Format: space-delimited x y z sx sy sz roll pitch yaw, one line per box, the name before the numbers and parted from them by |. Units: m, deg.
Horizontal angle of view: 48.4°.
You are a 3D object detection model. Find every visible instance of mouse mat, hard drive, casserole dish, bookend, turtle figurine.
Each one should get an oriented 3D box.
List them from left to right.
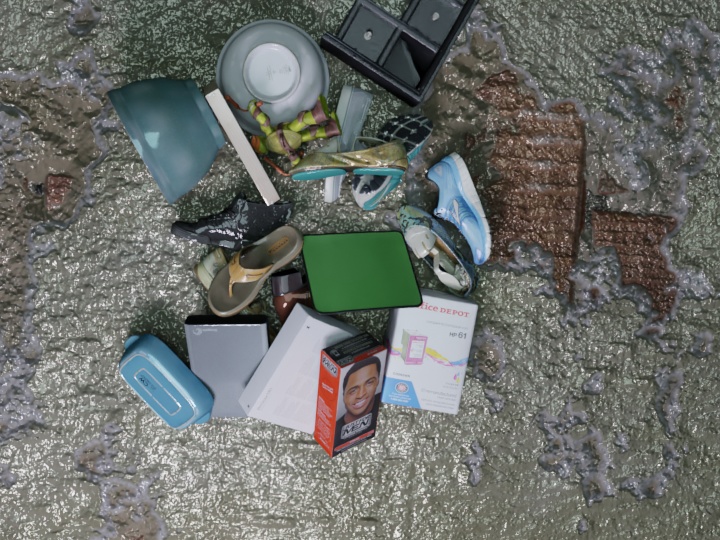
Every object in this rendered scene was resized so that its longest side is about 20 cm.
casserole dish | -0.342 0.199 1.385 0.121 0.039 0.201 -36 99 35
hard drive | -0.221 0.166 1.379 0.137 0.033 0.203 0 121 1
turtle figurine | -0.121 -0.230 1.315 0.159 0.065 0.201 -19 137 18
mouse mat | 0.000 0.000 1.372 0.196 0.008 0.163 -4 57 -17
bookend | 0.065 -0.419 1.358 0.197 0.092 0.202 31 92 -7

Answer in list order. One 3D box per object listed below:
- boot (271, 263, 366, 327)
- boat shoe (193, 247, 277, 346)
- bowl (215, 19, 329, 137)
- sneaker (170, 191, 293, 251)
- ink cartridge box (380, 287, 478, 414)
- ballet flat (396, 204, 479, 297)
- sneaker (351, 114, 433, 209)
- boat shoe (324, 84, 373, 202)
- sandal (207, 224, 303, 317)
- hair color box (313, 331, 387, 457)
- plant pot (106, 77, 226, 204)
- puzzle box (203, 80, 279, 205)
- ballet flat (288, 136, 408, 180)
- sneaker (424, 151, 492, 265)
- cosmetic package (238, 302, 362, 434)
boot | -0.057 0.090 1.417 0.185 0.068 0.204 -13 104 -18
boat shoe | -0.205 0.053 1.393 0.062 0.073 0.201 -40 99 2
bowl | -0.149 -0.327 1.351 0.197 0.090 0.205 -1 97 -4
sneaker | -0.221 -0.091 1.386 0.196 0.060 0.106 13 97 -12
ink cartridge box | 0.116 0.138 1.425 0.142 0.085 0.204 10 94 -6
ballet flat | 0.134 -0.031 1.411 0.200 0.074 0.074 43 91 -7
sneaker | 0.053 -0.192 1.395 0.077 0.080 0.201 34 75 23
boat shoe | -0.019 -0.215 1.383 0.070 0.070 0.204 11 93 -4
sandal | -0.180 -0.009 1.339 0.199 0.054 0.080 -41 70 -8
hair color box | -0.019 0.214 1.373 0.100 0.061 0.203 -19 130 -33
plant pot | -0.301 -0.228 1.299 0.133 0.200 0.202 -30 98 -7
puzzle box | -0.196 -0.210 1.315 0.025 0.133 0.202 -29 111 -2
ballet flat | -0.020 -0.186 1.317 0.196 0.071 0.072 -3 96 2
sneaker | 0.174 -0.101 1.420 0.089 0.078 0.203 -22 89 8
cosmetic package | -0.096 0.171 1.372 0.150 0.052 0.202 25 100 -42
